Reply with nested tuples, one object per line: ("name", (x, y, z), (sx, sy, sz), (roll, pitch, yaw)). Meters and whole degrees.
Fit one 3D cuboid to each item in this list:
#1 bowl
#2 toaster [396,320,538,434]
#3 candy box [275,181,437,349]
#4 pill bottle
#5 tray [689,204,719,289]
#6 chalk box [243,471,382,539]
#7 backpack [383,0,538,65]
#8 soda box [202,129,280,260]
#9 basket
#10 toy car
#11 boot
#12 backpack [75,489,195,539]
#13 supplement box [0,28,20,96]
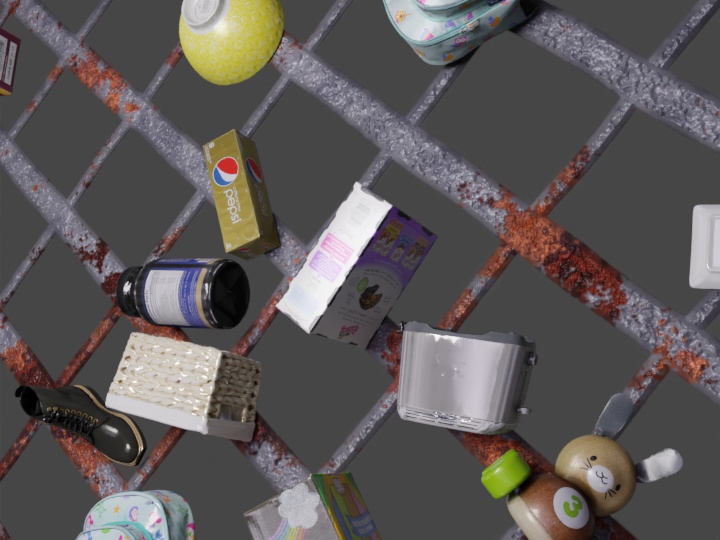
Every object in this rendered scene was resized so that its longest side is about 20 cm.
("bowl", (-0.242, -0.433, 1.325), (0.200, 0.108, 0.200), (-6, 75, 25))
("toaster", (0.127, 0.138, 1.003), (0.200, 0.114, 0.129), (6, 83, 26))
("candy box", (0.000, 0.000, 1.067), (0.072, 0.168, 0.200), (35, 94, 29))
("pill bottle", (-0.287, 0.036, 1.234), (0.200, 0.112, 0.112), (1, 78, 27))
("tray", (0.498, -0.029, 0.909), (0.200, 0.022, 0.108), (2, 78, 27))
("chalk box", (-0.044, 0.386, 1.024), (0.124, 0.124, 0.200), (-33, 67, 15))
("backpack", (0.131, -0.406, 1.111), (0.200, 0.153, 0.176), (-32, 71, 24))
("soda box", (-0.194, -0.122, 1.251), (0.068, 0.064, 0.200), (-24, 69, 20))
("basket", (-0.262, 0.176, 1.178), (0.200, 0.136, 0.124), (9, 78, 28))
("toy car", (0.269, 0.245, 0.897), (0.200, 0.158, 0.164), (-39, 76, 0))
("boot", (-0.457, 0.253, 1.252), (0.200, 0.138, 0.078), (26, 90, 28))
("backpack", (-0.337, 0.431, 1.151), (0.177, 0.151, 0.200), (-11, 68, 25))
("supplement box", (-0.831, -0.434, 1.620), (0.200, 0.103, 0.131), (-1, 78, 25))
